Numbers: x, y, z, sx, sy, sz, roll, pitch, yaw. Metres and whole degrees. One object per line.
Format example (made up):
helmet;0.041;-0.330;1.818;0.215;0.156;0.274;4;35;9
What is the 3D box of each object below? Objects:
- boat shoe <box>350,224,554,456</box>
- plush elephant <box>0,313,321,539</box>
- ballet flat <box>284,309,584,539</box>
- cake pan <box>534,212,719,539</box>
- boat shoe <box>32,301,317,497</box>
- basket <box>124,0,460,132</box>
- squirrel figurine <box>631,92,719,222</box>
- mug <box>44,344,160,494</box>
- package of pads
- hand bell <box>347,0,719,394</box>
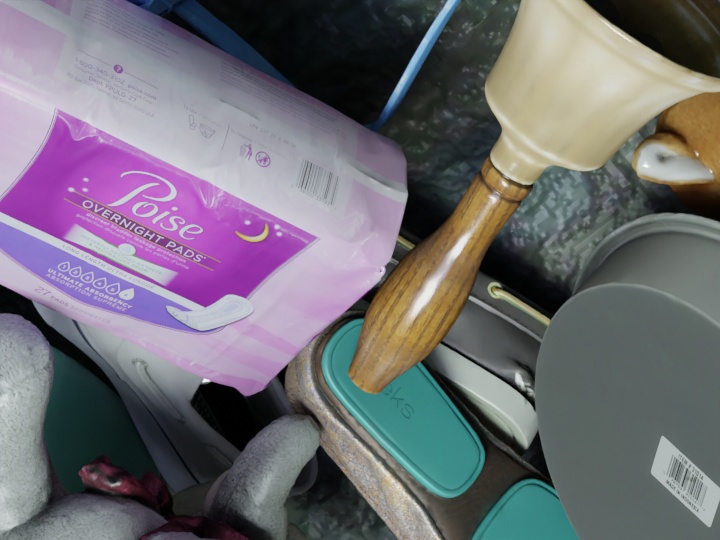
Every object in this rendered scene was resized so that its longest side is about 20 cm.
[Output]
boat shoe;0.000;0.000;1.277;0.201;0.061;0.072;35;156;3
plush elephant;-0.071;0.119;1.208;0.165;0.154;0.201;40;132;33
ballet flat;0.041;0.099;1.246;0.200;0.068;0.067;53;152;-5
cake pan;0.138;0.076;1.160;0.200;0.037;0.201;35;140;37
boat shoe;-0.076;0.024;1.278;0.065;0.074;0.200;2;142;34
basket;-0.034;-0.166;1.164;0.200;0.139;0.177;40;122;5
squirrel figurine;0.181;0.009;1.183;0.186;0.142;0.200;37;116;6
mug;-0.178;0.121;1.331;0.151;0.115;0.185;17;142;10
package of pads;-0.093;-0.039;1.158;0.199;0.076;0.120;26;139;-20
hand bell;0.051;-0.031;1.154;0.104;0.104;0.200;36;116;-1
